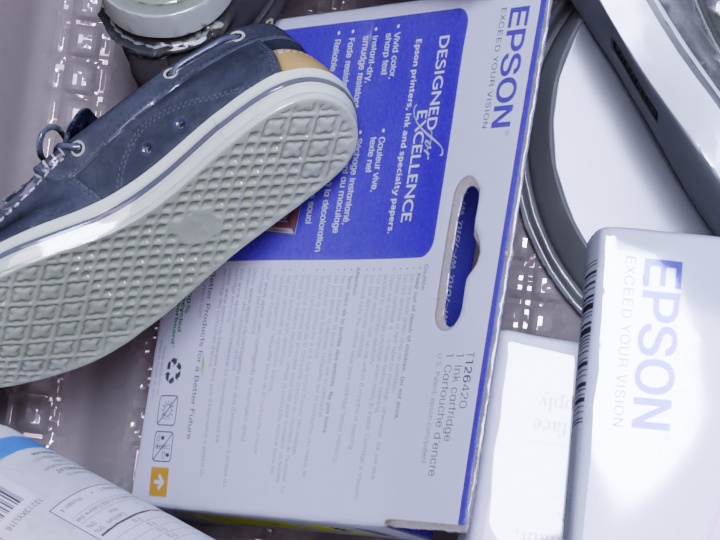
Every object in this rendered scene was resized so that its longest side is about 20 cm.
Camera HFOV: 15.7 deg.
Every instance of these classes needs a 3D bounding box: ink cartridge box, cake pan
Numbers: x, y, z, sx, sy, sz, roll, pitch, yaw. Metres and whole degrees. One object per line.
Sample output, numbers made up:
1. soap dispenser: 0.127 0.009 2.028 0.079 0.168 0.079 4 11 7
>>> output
1. ink cartridge box: 0.000 0.000 0.982 0.047 0.200 0.198 18 78 -41
2. ink cartridge box: 0.167 0.093 0.868 0.199 0.043 0.197 5 81 0
3. cake pan: 0.161 -0.053 1.057 0.199 0.037 0.201 0 82 0

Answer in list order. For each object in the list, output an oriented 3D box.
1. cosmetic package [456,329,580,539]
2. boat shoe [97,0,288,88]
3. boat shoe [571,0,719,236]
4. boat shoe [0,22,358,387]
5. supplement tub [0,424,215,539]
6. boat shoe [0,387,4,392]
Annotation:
1. cosmetic package: 0.112 0.140 0.964 0.164 0.165 0.201 10 81 2
2. boat shoe: -0.045 -0.148 1.041 0.071 0.061 0.201 15 51 19
3. boat shoe: 0.143 -0.071 1.005 0.064 0.071 0.200 -30 81 -3
4. boat shoe: -0.093 -0.023 0.977 0.200 0.075 0.062 -35 50 8
5. supplement tub: -0.090 0.153 0.957 0.200 0.132 0.132 27 82 20
6. boat shoe: -0.185 0.066 1.024 0.073 0.065 0.201 23 83 3
